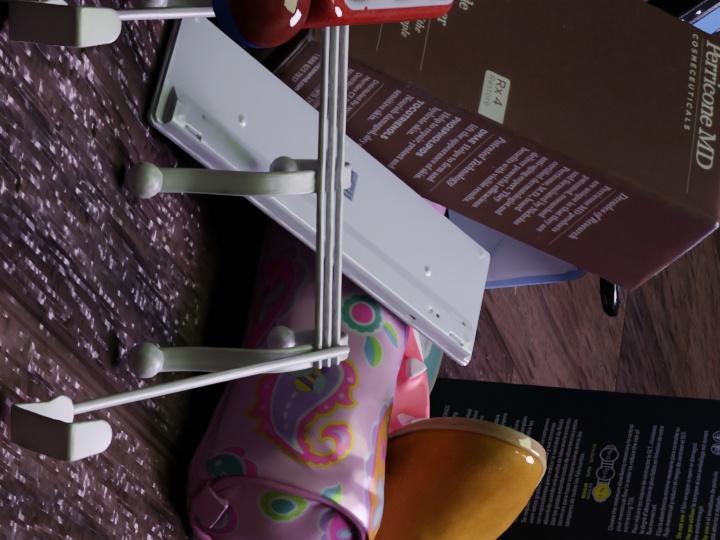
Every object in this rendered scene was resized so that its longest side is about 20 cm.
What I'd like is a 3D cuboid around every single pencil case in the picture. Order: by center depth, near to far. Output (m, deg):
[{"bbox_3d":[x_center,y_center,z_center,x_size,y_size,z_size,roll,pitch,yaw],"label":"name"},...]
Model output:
[{"bbox_3d":[-0.017,0.026,1.064,0.087,0.087,0.200,73,25,-56],"label":"pencil case"}]

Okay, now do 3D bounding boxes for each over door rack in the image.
[{"bbox_3d":[-0.068,-0.027,0.887,0.200,0.067,0.148,-16,109,-61],"label":"over door rack"}]

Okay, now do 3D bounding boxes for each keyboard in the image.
[{"bbox_3d":[-0.012,-0.032,1.013,0.200,0.011,0.056,38,47,-38],"label":"keyboard"}]

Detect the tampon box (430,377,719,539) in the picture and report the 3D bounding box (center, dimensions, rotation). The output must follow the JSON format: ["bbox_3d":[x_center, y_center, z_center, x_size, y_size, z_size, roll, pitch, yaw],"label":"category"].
[{"bbox_3d":[0.120,0.160,1.402,0.150,0.200,0.126,79,21,-44],"label":"tampon box"}]

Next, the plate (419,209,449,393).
[{"bbox_3d":[0.024,0.004,1.330,0.200,0.026,0.200,4,90,-76],"label":"plate"}]

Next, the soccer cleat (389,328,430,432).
[{"bbox_3d":[0.000,0.000,1.186,0.076,0.067,0.200,151,-58,-61],"label":"soccer cleat"}]

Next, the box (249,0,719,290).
[{"bbox_3d":[0.056,-0.080,1.065,0.075,0.200,0.100,-39,-146,51],"label":"box"}]

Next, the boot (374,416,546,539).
[{"bbox_3d":[0.009,0.155,1.077,0.201,0.071,0.144,-43,-153,55],"label":"boot"}]

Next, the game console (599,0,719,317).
[{"bbox_3d":[0.166,-0.072,1.259,0.116,0.176,0.200,57,4,4],"label":"game console"}]

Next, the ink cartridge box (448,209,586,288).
[{"bbox_3d":[0.091,-0.080,1.412,0.200,0.076,0.137,-68,153,-76],"label":"ink cartridge box"}]

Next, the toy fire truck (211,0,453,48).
[{"bbox_3d":[-0.018,-0.162,0.855,0.200,0.112,0.168,-19,104,-66],"label":"toy fire truck"}]
